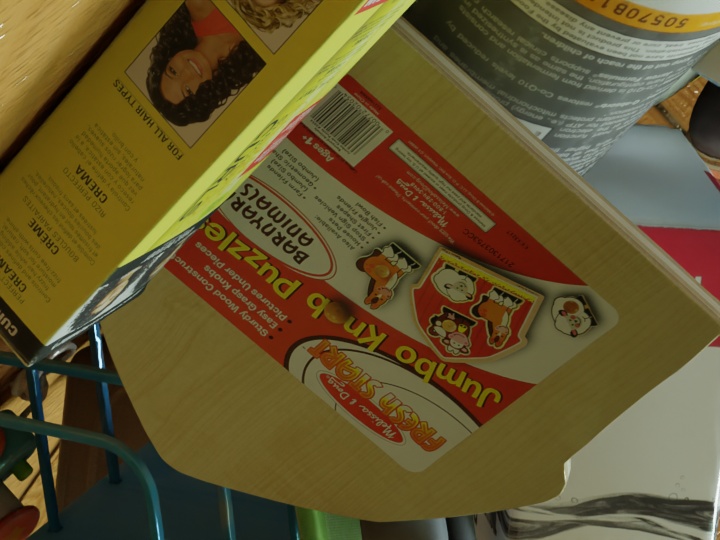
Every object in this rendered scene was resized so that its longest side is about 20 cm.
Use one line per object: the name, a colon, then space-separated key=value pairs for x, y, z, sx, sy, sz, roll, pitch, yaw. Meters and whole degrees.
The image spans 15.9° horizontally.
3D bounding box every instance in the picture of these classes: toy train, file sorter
toy train: x=-0.194 y=0.117 z=1.146 sx=0.200 sy=0.056 sz=0.150 roll=-39 pitch=175 yaw=-39
file sorter: x=-0.081 y=0.075 z=1.049 sx=0.138 sy=0.124 sz=0.200 roll=8 pitch=-153 yaw=29

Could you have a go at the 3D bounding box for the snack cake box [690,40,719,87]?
snack cake box: x=0.195 y=-0.093 z=0.919 sx=0.116 sy=0.067 sz=0.200 roll=-61 pitch=159 yaw=8

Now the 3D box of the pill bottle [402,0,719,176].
pill bottle: x=0.052 y=-0.091 z=0.854 sx=0.116 sy=0.116 sz=0.200 roll=-39 pitch=175 yaw=-37

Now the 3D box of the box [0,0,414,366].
box: x=-0.043 y=-0.057 z=0.763 sx=0.200 sy=0.050 sz=0.075 roll=-45 pitch=175 yaw=33

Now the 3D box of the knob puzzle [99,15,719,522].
knob puzzle: x=-0.004 y=0.008 z=0.867 sx=0.220 sy=0.219 sz=0.031 roll=-45 pitch=-166 yaw=37

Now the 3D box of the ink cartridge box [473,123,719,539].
ink cartridge box: x=0.087 y=0.056 z=1.000 sx=0.145 sy=0.083 sz=0.202 roll=-107 pitch=-159 yaw=-71

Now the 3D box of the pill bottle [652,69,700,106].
pill bottle: x=0.107 y=-0.125 z=1.074 sx=0.114 sy=0.114 sz=0.200 roll=-43 pitch=176 yaw=20

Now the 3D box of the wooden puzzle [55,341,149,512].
wooden puzzle: x=-0.058 y=0.107 z=1.195 sx=0.184 sy=0.046 sz=0.201 roll=-12 pitch=-128 yaw=24

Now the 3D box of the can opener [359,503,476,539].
can opener: x=0.022 y=0.030 z=0.945 sx=0.066 sy=0.202 sz=0.053 roll=-11 pitch=164 yaw=27

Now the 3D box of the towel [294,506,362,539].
towel: x=0.000 y=0.000 z=1.027 sx=0.031 sy=0.201 sz=0.149 roll=7 pitch=-155 yaw=32

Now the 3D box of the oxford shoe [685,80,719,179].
oxford shoe: x=0.193 y=-0.124 z=1.052 sx=0.200 sy=0.071 sz=0.073 roll=-50 pitch=134 yaw=-14
